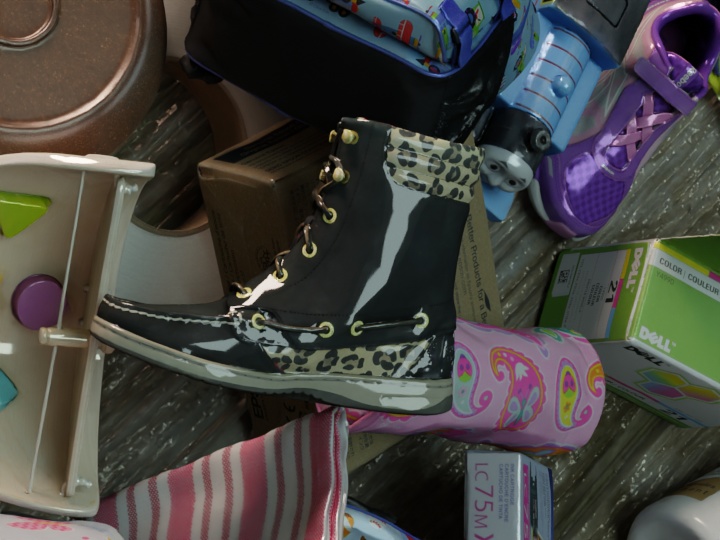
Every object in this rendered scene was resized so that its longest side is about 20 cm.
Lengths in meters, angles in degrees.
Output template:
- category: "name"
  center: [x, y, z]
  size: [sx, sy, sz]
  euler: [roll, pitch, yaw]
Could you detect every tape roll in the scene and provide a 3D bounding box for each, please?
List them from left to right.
- category: "tape roll"
  center: [-0.122, -0.072, 1.571]
  size: [0.202, 0.037, 0.204]
  euler: [3, 85, -35]

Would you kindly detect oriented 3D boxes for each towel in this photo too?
- category: "towel"
  center: [-0.091, 0.161, 1.446]
  size: [0.030, 0.199, 0.147]
  euler: [41, 41, -37]

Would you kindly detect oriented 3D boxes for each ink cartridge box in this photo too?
- category: "ink cartridge box"
  center: [0.000, 0.000, 1.592]
  size: [0.164, 0.075, 0.201]
  euler: [-29, 120, -37]
- category: "ink cartridge box"
  center: [0.094, 0.176, 1.624]
  size: [0.042, 0.200, 0.120]
  euler: [0, 82, 8]
- category: "ink cartridge box"
  center: [0.233, 0.040, 1.708]
  size: [0.147, 0.200, 0.076]
  euler: [27, 72, -30]

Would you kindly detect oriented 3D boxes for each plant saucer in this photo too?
- category: "plant saucer"
  center: [-0.200, -0.148, 1.493]
  size: [0.199, 0.034, 0.201]
  euler: [5, 74, -20]

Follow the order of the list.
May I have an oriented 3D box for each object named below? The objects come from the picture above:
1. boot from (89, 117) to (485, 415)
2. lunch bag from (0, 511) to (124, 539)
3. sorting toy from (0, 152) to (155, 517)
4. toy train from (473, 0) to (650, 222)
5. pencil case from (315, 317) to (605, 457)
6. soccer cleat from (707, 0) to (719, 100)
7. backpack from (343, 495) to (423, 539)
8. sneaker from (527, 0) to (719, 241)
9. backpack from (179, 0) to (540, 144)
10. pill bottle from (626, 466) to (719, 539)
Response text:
- category: "boot"
  center: [-0.035, -0.011, 1.415]
  size: [0.203, 0.073, 0.154]
  euler: [11, 95, -14]
- category: "lunch bag"
  center: [-0.220, 0.188, 1.384]
  size: [0.169, 0.200, 0.128]
  euler: [0, 86, -35]
- category: "sorting toy"
  center: [-0.220, 0.017, 1.454]
  size: [0.179, 0.107, 0.201]
  euler: [8, 102, -13]
- category: "toy train"
  center: [0.103, -0.126, 1.683]
  size: [0.087, 0.114, 0.200]
  euler: [38, 66, -26]
- category: "pencil case"
  center: [0.056, 0.061, 1.553]
  size: [0.200, 0.087, 0.088]
  euler: [11, 80, -44]
- category: "soccer cleat"
  center: [0.272, -0.131, 1.841]
  size: [0.083, 0.065, 0.201]
  euler: [-14, 96, -17]
- category: "backpack"
  center: [-0.036, 0.218, 1.502]
  size: [0.200, 0.190, 0.154]
  euler: [26, 38, -32]
- category: "sneaker"
  center: [0.183, -0.110, 1.754]
  size: [0.080, 0.088, 0.201]
  euler: [42, 66, -26]
- category: "backpack"
  center: [0.020, -0.168, 1.521]
  size: [0.182, 0.135, 0.200]
  euler: [30, 46, 15]
- category: "pill bottle"
  center: [0.287, 0.174, 1.787]
  size: [0.200, 0.114, 0.115]
  euler: [-23, 100, -33]
